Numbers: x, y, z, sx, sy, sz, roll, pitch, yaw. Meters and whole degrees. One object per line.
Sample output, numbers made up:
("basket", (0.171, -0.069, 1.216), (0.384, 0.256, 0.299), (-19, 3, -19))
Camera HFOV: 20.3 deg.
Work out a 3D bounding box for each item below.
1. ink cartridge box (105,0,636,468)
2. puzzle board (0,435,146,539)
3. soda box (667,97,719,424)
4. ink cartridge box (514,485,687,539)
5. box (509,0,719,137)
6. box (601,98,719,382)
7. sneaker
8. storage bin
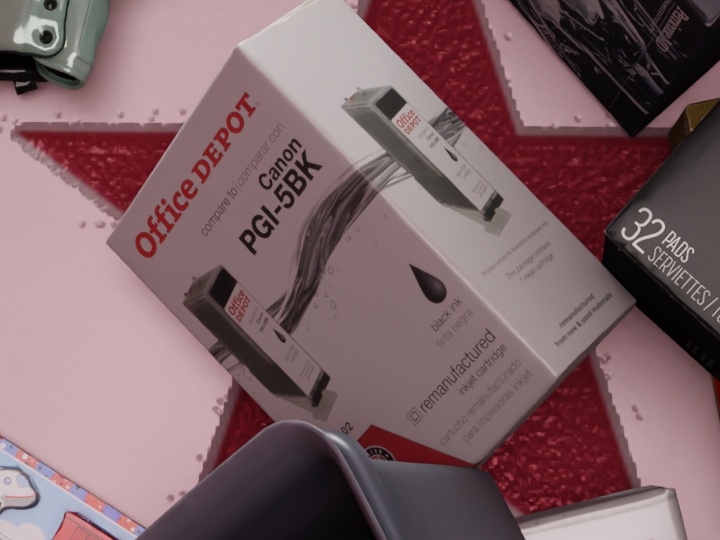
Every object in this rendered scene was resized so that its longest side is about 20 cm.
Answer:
("ink cartridge box", (0.000, 0.000, 0.910), (0.200, 0.147, 0.083), (45, 40, 7))
("puzzle board", (-0.159, 0.177, 0.956), (0.199, 0.017, 0.151), (31, 83, 5))
("soda box", (0.198, 0.018, 0.957), (0.067, 0.064, 0.202), (-9, 82, 0))
("ink cartridge box", (0.095, 0.211, 0.919), (0.144, 0.085, 0.202), (-13, 80, -2))
("box", (0.116, -0.180, 0.916), (0.104, 0.200, 0.182), (-41, 83, -7))
("box", (0.222, 0.006, 0.860), (0.200, 0.124, 0.149), (42, 89, 10))
("sneaker", (-0.111, -0.148, 0.973), (0.198, 0.074, 0.119), (-12, 75, 8))
("storage bin", (-0.013, 0.164, 0.821), (0.200, 0.134, 0.146), (-43, 63, 29))
